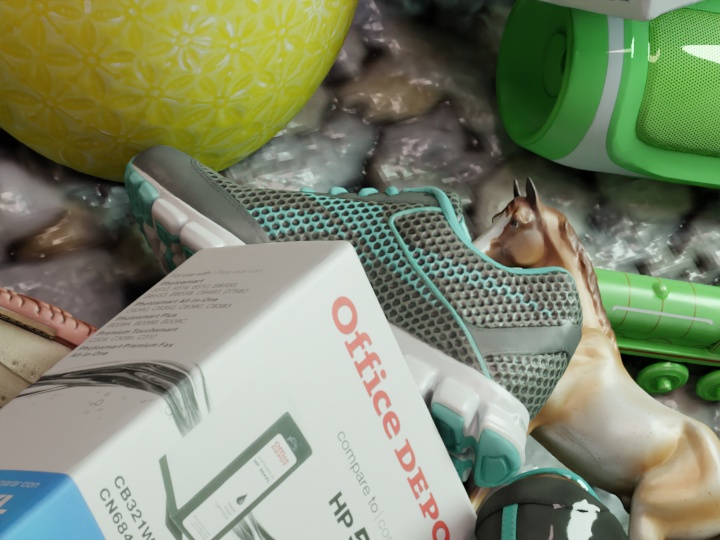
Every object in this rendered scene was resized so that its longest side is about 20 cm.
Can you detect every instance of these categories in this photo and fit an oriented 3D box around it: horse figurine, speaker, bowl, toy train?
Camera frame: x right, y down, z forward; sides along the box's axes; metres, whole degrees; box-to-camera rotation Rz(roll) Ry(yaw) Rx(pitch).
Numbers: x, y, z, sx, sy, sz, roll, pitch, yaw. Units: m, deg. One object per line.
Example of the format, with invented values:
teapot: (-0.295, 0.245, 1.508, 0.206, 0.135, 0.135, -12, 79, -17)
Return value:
horse figurine: (0.090, 0.079, 1.133, 0.200, 0.050, 0.133, 43, 71, 5)
speaker: (0.163, -0.078, 1.271, 0.199, 0.089, 0.089, 6, 56, -23)
bowl: (-0.071, -0.143, 1.145, 0.199, 0.108, 0.201, 8, 75, -29)
toy train: (0.147, 0.026, 1.212, 0.199, 0.056, 0.042, 8, 56, -23)

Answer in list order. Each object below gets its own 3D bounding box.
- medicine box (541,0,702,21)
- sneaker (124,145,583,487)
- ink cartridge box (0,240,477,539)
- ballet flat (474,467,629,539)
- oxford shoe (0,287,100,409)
medicine box: (0.115, -0.189, 1.245, 0.182, 0.104, 0.199, -21, 26, -35)
sneaker: (0.000, 0.000, 1.112, 0.199, 0.078, 0.091, 33, 69, 21)
ink cartridge box: (-0.060, 0.099, 1.005, 0.200, 0.084, 0.147, -41, 115, -38)
ballet flat: (0.099, 0.161, 1.057, 0.200, 0.068, 0.069, 50, 32, -24)
oxford shoe: (-0.149, 0.037, 1.066, 0.199, 0.071, 0.074, 26, 82, -15)
